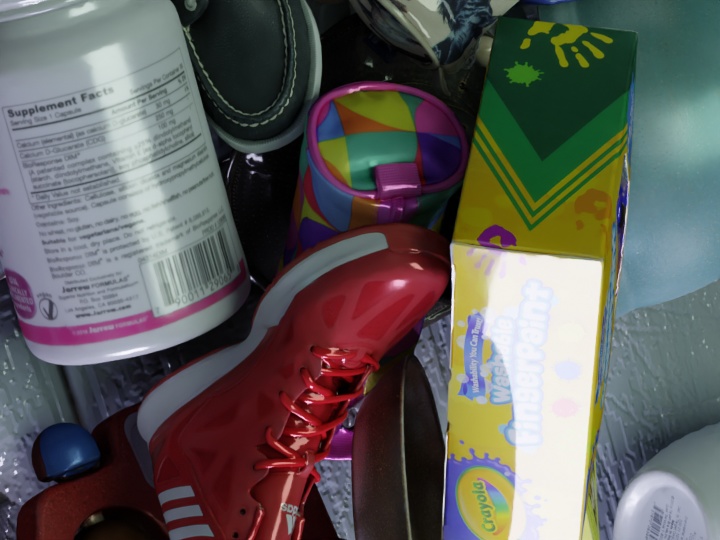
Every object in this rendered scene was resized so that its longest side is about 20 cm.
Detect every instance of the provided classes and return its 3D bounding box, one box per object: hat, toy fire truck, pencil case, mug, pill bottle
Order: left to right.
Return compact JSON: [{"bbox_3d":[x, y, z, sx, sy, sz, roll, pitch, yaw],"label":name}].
[{"bbox_3d":[-0.129,-0.067,1.330,0.113,0.113,0.200,-28,111,-38],"label":"pill bottle"},{"bbox_3d":[-0.091,0.144,1.398,0.200,0.112,0.168,-19,81,-41],"label":"toy fire truck"},{"bbox_3d":[0.000,0.000,1.381,0.088,0.088,0.200,-39,154,-34],"label":"pencil case"},{"bbox_3d":[0.031,-0.034,1.463,0.200,0.081,0.201,-13,123,-21],"label":"hat"},{"bbox_3d":[0.081,-0.178,1.381,0.200,0.078,0.089,-40,112,-10],"label":"pencil case"},{"bbox_3d":[0.235,0.178,1.680,0.175,0.148,0.200,0,123,-35],"label":"mug"}]

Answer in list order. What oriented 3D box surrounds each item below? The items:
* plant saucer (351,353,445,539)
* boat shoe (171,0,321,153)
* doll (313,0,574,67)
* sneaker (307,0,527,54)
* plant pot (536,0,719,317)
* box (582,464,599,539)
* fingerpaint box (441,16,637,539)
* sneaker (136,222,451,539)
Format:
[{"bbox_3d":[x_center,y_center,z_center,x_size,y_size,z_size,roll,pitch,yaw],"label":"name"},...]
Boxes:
[{"bbox_3d":[0.025,0.141,1.362,0.200,0.032,0.201,-8,90,-81],"label":"plant saucer"},{"bbox_3d":[-0.071,-0.152,1.359,0.060,0.076,0.200,56,13,-65],"label":"boat shoe"},{"bbox_3d":[0.058,-0.170,1.444,0.200,0.048,0.137,-13,73,-16],"label":"doll"},{"bbox_3d":[0.031,-0.118,1.514,0.116,0.074,0.200,-33,114,-25],"label":"sneaker"},{"bbox_3d":[0.177,-0.082,1.532,0.200,0.134,0.201,-10,90,-83],"label":"plant pot"},{"bbox_3d":[0.085,0.084,1.490,0.200,0.075,0.050,-83,162,-58],"label":"box"},{"bbox_3d":[0.087,0.010,1.352,0.167,0.073,0.200,-76,170,-47],"label":"fingerpaint box"},{"bbox_3d":[-0.020,0.072,1.301,0.078,0.200,0.116,15,47,-36],"label":"sneaker"}]
